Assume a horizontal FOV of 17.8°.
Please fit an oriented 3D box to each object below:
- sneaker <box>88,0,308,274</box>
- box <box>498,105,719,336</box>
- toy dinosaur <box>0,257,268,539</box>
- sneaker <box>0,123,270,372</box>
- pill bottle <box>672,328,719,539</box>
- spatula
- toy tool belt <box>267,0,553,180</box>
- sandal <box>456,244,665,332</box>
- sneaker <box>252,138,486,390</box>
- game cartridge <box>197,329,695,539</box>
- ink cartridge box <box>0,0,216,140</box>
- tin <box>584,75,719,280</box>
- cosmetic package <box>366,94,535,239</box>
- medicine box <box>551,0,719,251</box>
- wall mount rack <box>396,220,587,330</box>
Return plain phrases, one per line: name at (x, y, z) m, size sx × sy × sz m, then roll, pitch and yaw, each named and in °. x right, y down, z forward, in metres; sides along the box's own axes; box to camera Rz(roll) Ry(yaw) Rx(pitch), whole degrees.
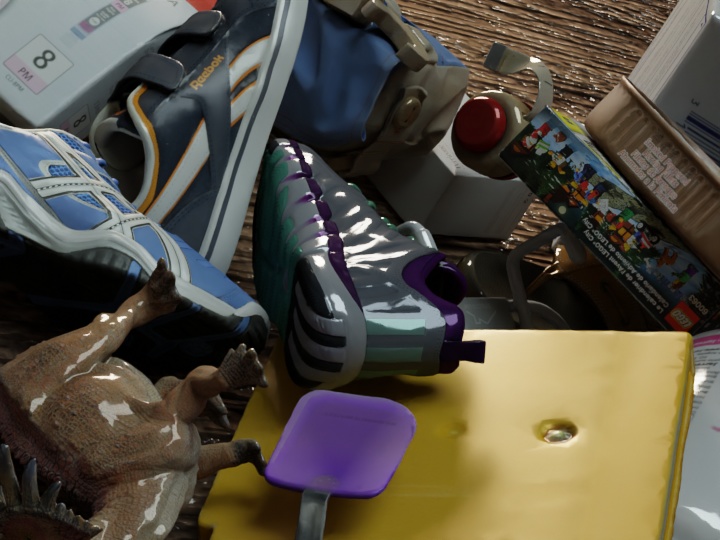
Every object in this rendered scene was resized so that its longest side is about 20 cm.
sneaker at (-0.084, -0.086, 1.144) m, size 0.079 × 0.078 × 0.200 m, roll 22°, pitch 66°, yaw -17°
box at (0.152, -0.020, 1.245) m, size 0.137 × 0.038 × 0.200 m, roll 48°, pitch 10°, yaw 12°
toy dinosaur at (-0.116, 0.069, 0.952) m, size 0.136 × 0.086 × 0.200 m, roll -23°, pitch 32°, yaw -16°
sneaker at (-0.127, -0.021, 1.060) m, size 0.200 × 0.076 × 0.077 m, roll 29°, pitch 54°, yaw -10°
pill bottle at (0.155, 0.123, 1.064) m, size 0.113 × 0.113 × 0.200 m, roll 35°, pitch 42°, yaw 5°
spatula at (-0.026, 0.126, 0.923) m, size 0.056 × 0.021 × 0.200 m, roll 6°, pitch 54°, yaw 19°
toy tool belt at (-0.004, -0.111, 1.272) m, size 0.200 × 0.125 × 0.123 m, roll 28°, pitch 3°, yaw 36°
sandal at (0.138, 0.017, 1.306) m, size 0.200 × 0.055 × 0.082 m, roll 14°, pitch 32°, yaw -30°
sneaker at (0.000, 0.000, 1.094) m, size 0.087 × 0.074 × 0.200 m, roll 4°, pitch 28°, yaw -13°
game cartridge at (0.041, 0.083, 1.016) m, size 0.200 × 0.032 × 0.176 m, roll -1°, pitch 30°, yaw 15°
ink cartridge box at (-0.151, -0.172, 1.216) m, size 0.163 × 0.057 × 0.200 m, roll 41°, pitch 72°, yaw 18°
tin at (0.183, -0.028, 1.180) m, size 0.112 × 0.042 × 0.200 m, roll 42°, pitch 9°, yaw -41°
cosmetic package at (0.019, -0.102, 1.384) m, size 0.083 × 0.051 × 0.200 m, roll -1°, pitch 42°, yaw -44°
medicine box at (0.219, -0.094, 1.432) m, size 0.103 × 0.182 × 0.200 m, roll 31°, pitch 28°, yaw -2°
wall mount rack at (0.074, 0.062, 1.158) m, size 0.200 × 0.075 × 0.174 m, roll 0°, pitch 70°, yaw -44°
